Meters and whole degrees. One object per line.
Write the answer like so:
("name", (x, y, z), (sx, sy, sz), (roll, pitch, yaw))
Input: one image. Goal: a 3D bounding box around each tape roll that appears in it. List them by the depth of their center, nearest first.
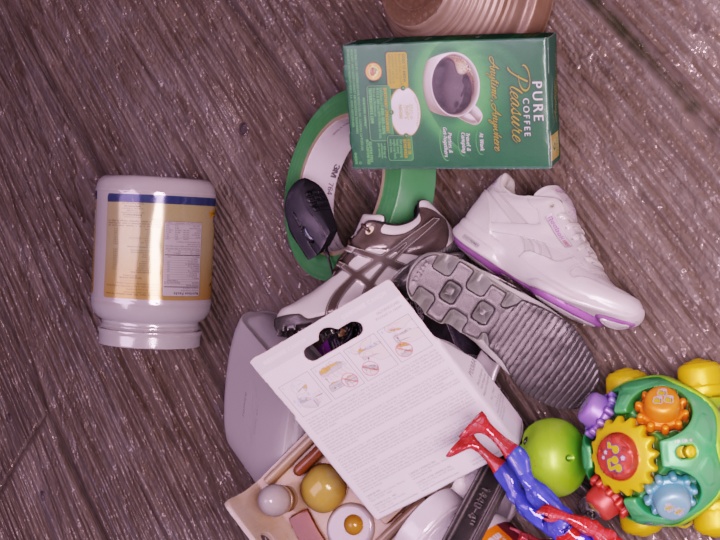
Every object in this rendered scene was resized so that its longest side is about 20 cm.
("tape roll", (-0.004, -0.085, 1.390), (0.200, 0.048, 0.201), (-18, 67, 49))

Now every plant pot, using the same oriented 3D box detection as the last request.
("plant pot", (0.083, -0.278, 1.291), (0.200, 0.092, 0.202), (-1, 88, 48))

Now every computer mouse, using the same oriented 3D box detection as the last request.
("computer mouse", (-0.042, -0.012, 1.356), (0.059, 0.034, 0.201), (-47, 48, 34))

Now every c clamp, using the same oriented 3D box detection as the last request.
("c clamp", (0.159, 0.242, 1.159), (0.170, 0.200, 0.027), (17, 137, 12))

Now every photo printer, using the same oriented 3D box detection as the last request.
("photo printer", (-0.090, 0.146, 1.453), (0.200, 0.069, 0.167), (43, 129, 55))

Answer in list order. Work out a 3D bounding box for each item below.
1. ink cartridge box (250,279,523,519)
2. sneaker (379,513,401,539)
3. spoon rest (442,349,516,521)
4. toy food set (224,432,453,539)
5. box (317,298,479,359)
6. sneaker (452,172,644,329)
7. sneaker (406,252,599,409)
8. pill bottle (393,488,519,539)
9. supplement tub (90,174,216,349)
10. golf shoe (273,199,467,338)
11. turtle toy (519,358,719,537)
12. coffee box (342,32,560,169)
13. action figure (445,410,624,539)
("ink cartridge box", (0.026, 0.111, 1.201), (0.162, 0.057, 0.200), (-31, 104, 22))
("sneaker", (0.019, 0.311, 1.372), (0.088, 0.075, 0.201), (13, 90, 52))
("spoon rest", (0.121, 0.151, 1.266), (0.099, 0.060, 0.201), (19, 102, 45))
("toy food set", (-0.022, 0.215, 1.307), (0.200, 0.060, 0.144), (-45, 71, 12))
("box", (0.034, 0.092, 1.366), (0.200, 0.036, 0.143), (-48, 49, 37))
("sneaker", (0.176, -0.020, 1.199), (0.200, 0.075, 0.100), (34, 90, 30))
("sneaker", (0.131, 0.045, 1.207), (0.200, 0.089, 0.074), (39, 98, -3))
("pill bottle", (0.124, 0.292, 1.199), (0.200, 0.113, 0.113), (40, 118, 27))
("supplement tub", (-0.248, -0.011, 1.601), (0.144, 0.144, 0.201), (5, 93, 47))
("golf shoe", (0.000, 0.000, 1.275), (0.095, 0.199, 0.078), (66, 165, 6))
("turtle toy", (0.223, 0.154, 1.126), (0.199, 0.101, 0.147), (-13, 80, 46))
("coffee box", (0.085, -0.156, 1.247), (0.199, 0.044, 0.124), (0, 106, 22))
("action figure", (0.157, 0.206, 1.116), (0.200, 0.052, 0.066), (40, 142, 11))
